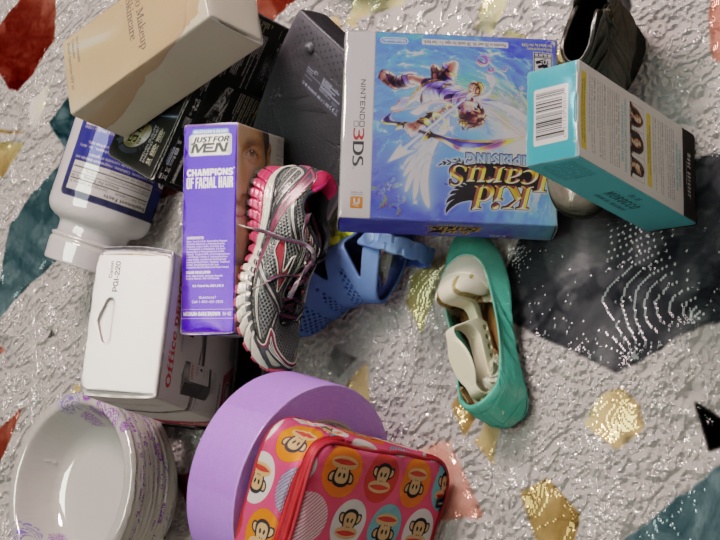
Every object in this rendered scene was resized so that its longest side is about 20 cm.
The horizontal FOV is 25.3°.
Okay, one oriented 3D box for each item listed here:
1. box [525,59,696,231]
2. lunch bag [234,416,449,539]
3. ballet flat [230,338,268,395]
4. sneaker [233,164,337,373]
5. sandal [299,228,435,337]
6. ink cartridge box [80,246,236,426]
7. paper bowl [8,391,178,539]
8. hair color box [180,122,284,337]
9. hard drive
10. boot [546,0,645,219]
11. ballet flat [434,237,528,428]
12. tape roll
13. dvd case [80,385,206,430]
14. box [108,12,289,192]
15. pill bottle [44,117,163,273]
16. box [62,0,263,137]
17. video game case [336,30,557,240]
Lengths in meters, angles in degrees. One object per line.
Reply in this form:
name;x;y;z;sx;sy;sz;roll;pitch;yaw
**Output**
box;0.208;-0.098;1.316;0.049;0.199;0.083;-10;70;37
lunch bag;-0.020;0.230;1.414;0.082;0.199;0.178;17;90;44
ballet flat;-0.117;0.126;1.630;0.066;0.057;0.202;-11;70;40
sneaker;-0.069;-0.002;1.514;0.074;0.080;0.202;0;81;27
sandal;0.000;0.000;1.557;0.200;0.079;0.087;-45;55;23
ink cartridge box;-0.191;0.069;1.597;0.084;0.200;0.147;2;78;19
paper bowl;-0.272;0.234;1.699;0.200;0.104;0.202;-13;70;39
hair color box;-0.123;-0.036;1.563;0.064;0.109;0.202;-2;86;22
hard drive;-0.040;-0.147;1.596;0.135;0.042;0.201;44;134;23
boot;0.190;-0.157;1.380;0.067;0.131;0.202;9;75;23
ballet flat;0.103;0.044;1.453;0.067;0.070;0.201;-29;58;32
tape roll;-0.062;0.196;1.462;0.065;0.199;0.202;11;84;42
dvd case;-0.229;0.093;1.763;0.199;0.025;0.152;1;77;41
box;-0.144;-0.176;1.680;0.086;0.163;0.201;29;97;42
pill bottle;-0.282;-0.098;1.807;0.119;0.119;0.202;17;88;43
box;-0.196;-0.223;1.576;0.199;0.077;0.096;-30;58;31
video game case;0.080;-0.124;1.464;0.198;0.045;0.183;2;75;-1
